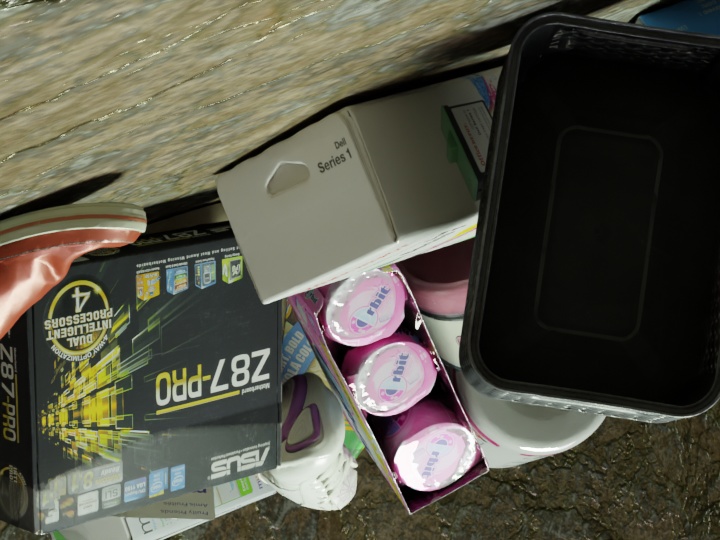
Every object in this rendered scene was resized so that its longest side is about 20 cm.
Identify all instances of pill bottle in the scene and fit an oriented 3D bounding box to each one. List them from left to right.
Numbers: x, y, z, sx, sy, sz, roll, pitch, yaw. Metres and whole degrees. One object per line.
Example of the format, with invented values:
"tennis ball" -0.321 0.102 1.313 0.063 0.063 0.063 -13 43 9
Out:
"pill bottle" 0.105 0.083 1.564 0.113 0.114 0.200 -20 175 -12

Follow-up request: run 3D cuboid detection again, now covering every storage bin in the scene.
"storage bin" 0.132 -0.025 1.156 0.135 0.200 0.094 9 174 1

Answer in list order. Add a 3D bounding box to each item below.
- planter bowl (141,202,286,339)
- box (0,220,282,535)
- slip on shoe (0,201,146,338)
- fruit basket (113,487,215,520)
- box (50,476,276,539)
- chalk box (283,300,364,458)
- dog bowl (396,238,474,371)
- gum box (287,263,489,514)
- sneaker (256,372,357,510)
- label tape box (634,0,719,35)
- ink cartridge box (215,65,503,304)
"planter bowl" -0.133 0.047 1.476 0.200 0.135 0.200 -21 177 -1
"box" -0.135 0.060 1.329 0.200 0.161 0.049 -10 -162 -44
"slip on shoe" -0.201 0.013 1.154 0.200 0.061 0.074 -23 175 10
"fruit basket" -0.199 0.106 1.556 0.185 0.094 0.200 4 -153 -9
"box" -0.185 0.120 1.757 0.097 0.200 0.176 -24 177 41
"chalk box" -0.051 0.039 1.668 0.124 0.200 0.124 -54 178 1
"dog bowl" 0.105 -0.030 1.445 0.200 0.074 0.200 -28 -144 23
"gum box" 0.007 0.049 1.431 0.066 0.200 0.114 -29 -143 -6
"sneaker" -0.032 0.125 1.526 0.075 0.100 0.200 -56 -171 -10
"label tape box" 0.237 -0.139 1.320 0.144 0.063 0.200 -20 168 -11
"ink cartridge box" 0.038 -0.057 1.281 0.200 0.084 0.145 -18 176 -38
